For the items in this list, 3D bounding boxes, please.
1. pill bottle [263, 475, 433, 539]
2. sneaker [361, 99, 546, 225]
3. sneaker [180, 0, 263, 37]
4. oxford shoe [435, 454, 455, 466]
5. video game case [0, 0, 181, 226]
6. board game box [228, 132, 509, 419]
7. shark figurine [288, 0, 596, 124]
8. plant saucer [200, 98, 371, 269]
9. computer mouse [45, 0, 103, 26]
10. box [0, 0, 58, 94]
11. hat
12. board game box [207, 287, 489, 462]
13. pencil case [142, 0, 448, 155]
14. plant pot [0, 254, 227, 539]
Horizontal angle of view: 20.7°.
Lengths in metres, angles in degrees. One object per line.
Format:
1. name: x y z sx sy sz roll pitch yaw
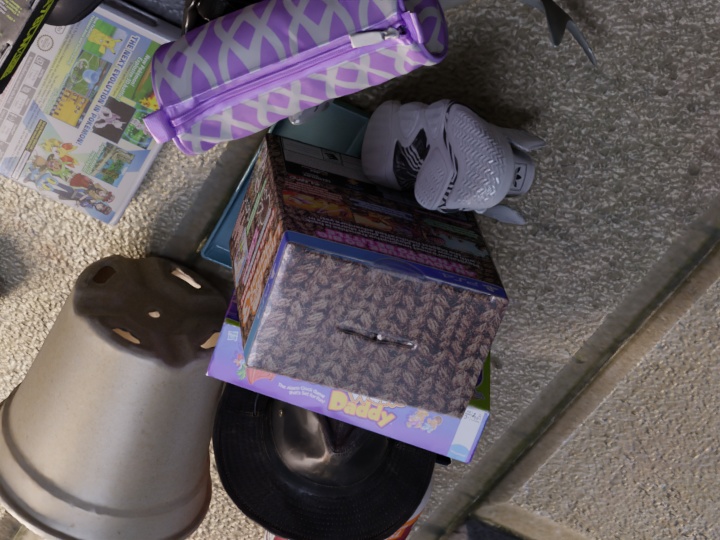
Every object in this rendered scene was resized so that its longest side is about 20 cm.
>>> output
1. pill bottle: -0.019 0.223 1.716 0.113 0.113 0.200 19 135 -6
2. sneaker: 0.086 -0.074 1.371 0.115 0.200 0.075 12 95 -24
3. sneaker: -0.075 -0.209 1.320 0.076 0.091 0.200 21 134 4
4. oxford shoe: -0.005 0.106 1.624 0.199 0.075 0.071 14 137 -1
5. video game case: -0.228 -0.136 1.475 0.182 0.022 0.200 25 133 -12
6. board game box: 0.000 0.000 1.398 0.159 0.200 0.097 15 113 -13
7. shark figurine: 0.046 -0.172 1.360 0.214 0.128 0.090 -13 158 1
8. plant saucer: -0.056 -0.065 1.510 0.070 0.019 0.200 23 135 -11
9. computer mouse: -0.200 -0.249 1.327 0.140 0.046 0.200 37 123 -21
10. box: -0.289 -0.236 1.331 0.200 0.048 0.193 41 133 1
11. hat: -0.017 0.114 1.538 0.200 0.201 0.081 20 150 -8
12. board game box: -0.004 0.063 1.459 0.200 0.135 0.045 19 112 -4
13. pencil case: -0.039 -0.138 1.266 0.200 0.086 0.084 -20 121 22
14. plant pot: -0.190 0.096 1.592 0.200 0.201 0.184 19 124 -7
